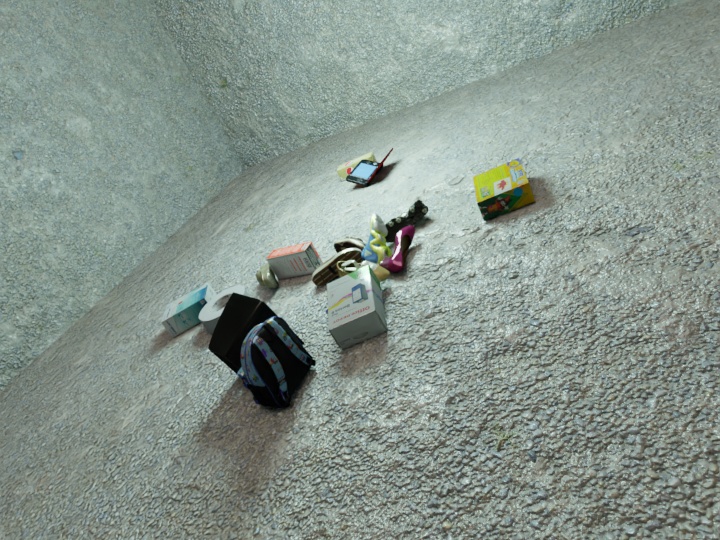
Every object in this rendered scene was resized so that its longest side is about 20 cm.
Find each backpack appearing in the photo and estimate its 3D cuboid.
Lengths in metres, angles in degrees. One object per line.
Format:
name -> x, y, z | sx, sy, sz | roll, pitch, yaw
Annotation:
backpack -> -0.235, 0.228, 1.369 | 0.132, 0.202, 0.184 | -7, 34, 37

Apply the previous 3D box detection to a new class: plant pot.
plant pot -> -0.318, 0.204, 1.525 | 0.197, 0.201, 0.179 | 7, 54, 51

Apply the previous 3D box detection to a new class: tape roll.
tape roll -> -0.494, 0.143, 1.947 | 0.197, 0.067, 0.202 | -24, 26, 12

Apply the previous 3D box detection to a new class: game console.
game console -> 0.042, -0.493, 2.453 | 0.169, 0.121, 0.201 | 17, 44, 19

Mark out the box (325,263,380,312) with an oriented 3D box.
box -> -0.025, 0.054, 1.660 | 0.119, 0.033, 0.201 | -5, 36, 41

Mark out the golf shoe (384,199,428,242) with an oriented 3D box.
golf shoe -> 0.150, -0.160, 1.838 | 0.198, 0.078, 0.088 | -37, 0, -7

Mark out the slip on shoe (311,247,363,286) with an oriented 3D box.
slip on shoe -> -0.080, -0.019, 1.801 | 0.198, 0.076, 0.061 | -35, 24, 13

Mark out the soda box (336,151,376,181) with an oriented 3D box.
soda box -> -0.017, -0.518, 2.637 | 0.196, 0.065, 0.068 | -19, 27, 23

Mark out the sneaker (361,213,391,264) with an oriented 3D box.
sneaker -> 0.038, -0.094, 1.754 | 0.104, 0.075, 0.203 | -29, 49, 25

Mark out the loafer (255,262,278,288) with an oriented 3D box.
loafer -> -0.358, 0.031, 2.006 | 0.067, 0.077, 0.200 | -31, 16, -3

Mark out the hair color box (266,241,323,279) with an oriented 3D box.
hair color box -> -0.246, -0.034, 1.966 | 0.196, 0.103, 0.062 | -9, 32, 35

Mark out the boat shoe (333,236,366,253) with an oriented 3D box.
boat shoe -> -0.021, -0.092, 1.871 | 0.074, 0.076, 0.201 | -34, 25, -24

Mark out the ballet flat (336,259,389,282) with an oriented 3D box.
ballet flat -> 0.000, 0.000, 1.621 | 0.197, 0.064, 0.069 | 0, 37, 41

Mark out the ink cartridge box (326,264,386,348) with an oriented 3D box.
ink cartridge box -> -0.013, 0.099, 1.473 | 0.143, 0.088, 0.202 | -24, 37, 13

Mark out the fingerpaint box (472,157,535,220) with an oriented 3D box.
fingerpaint box -> 0.450, -0.258, 1.676 | 0.164, 0.074, 0.202 | -21, 27, 19

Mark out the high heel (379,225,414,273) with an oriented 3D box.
high heel -> 0.144, -0.068, 1.669 | 0.095, 0.068, 0.202 | 2, 50, 46

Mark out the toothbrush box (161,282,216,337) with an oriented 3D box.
toothbrush box -> -0.671, 0.154, 2.090 | 0.197, 0.086, 0.147 | -29, 26, 4
